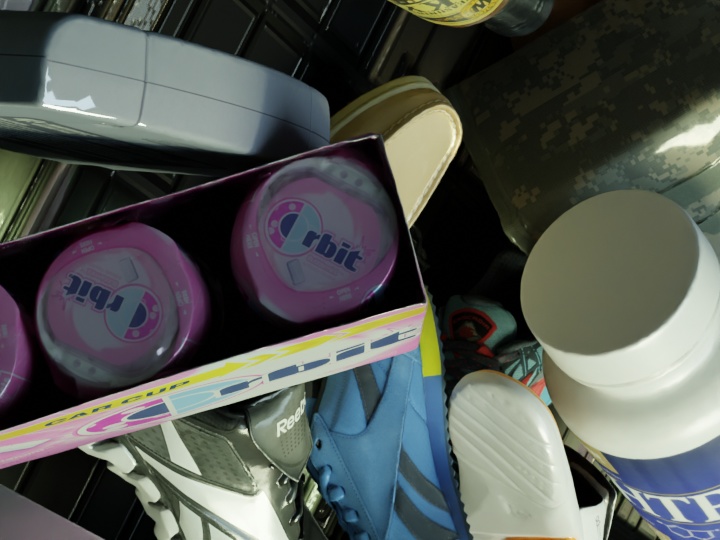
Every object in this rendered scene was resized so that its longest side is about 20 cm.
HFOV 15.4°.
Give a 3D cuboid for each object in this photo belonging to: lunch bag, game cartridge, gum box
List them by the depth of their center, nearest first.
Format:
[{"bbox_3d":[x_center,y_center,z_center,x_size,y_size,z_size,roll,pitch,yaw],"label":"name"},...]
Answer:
[{"bbox_3d":[-0.097,-0.061,0.942,0.200,0.133,0.042,12,79,-64],"label":"game cartridge"},{"bbox_3d":[-0.080,0.018,0.963,0.114,0.199,0.066,92,-19,-81],"label":"gum box"},{"bbox_3d":[0.161,-0.047,1.355,0.164,0.118,0.200,-30,144,10],"label":"lunch bag"}]

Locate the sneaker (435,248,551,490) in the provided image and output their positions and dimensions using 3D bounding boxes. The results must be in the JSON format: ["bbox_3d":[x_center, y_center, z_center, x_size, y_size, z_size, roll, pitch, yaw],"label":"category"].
[{"bbox_3d":[0.045,0.056,1.372,0.200,0.079,0.096,-50,152,-48],"label":"sneaker"}]

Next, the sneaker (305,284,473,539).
[{"bbox_3d":[0.005,0.101,1.222,0.066,0.078,0.201,126,-43,-65],"label":"sneaker"}]

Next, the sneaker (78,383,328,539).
[{"bbox_3d":[-0.050,0.077,1.098,0.200,0.090,0.067,51,28,-28],"label":"sneaker"}]

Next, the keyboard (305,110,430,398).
[{"bbox_3d":[0.000,0.000,1.278,0.104,0.040,0.200,-53,152,-23],"label":"keyboard"}]

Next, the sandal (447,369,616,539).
[{"bbox_3d":[0.089,0.103,1.289,0.059,0.079,0.207,-51,154,-28],"label":"sandal"}]

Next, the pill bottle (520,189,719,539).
[{"bbox_3d":[0.156,0.051,1.280,0.120,0.119,0.200,-58,140,-15],"label":"pill bottle"}]

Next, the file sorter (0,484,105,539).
[{"bbox_3d":[-0.103,0.186,1.065,0.139,0.199,0.125,-62,158,-8],"label":"file sorter"}]

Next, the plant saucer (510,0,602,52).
[{"bbox_3d":[0.148,-0.181,1.380,0.200,0.037,0.201,-32,134,-41],"label":"plant saucer"}]

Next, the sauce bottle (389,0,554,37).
[{"bbox_3d":[0.035,-0.146,1.194,0.200,0.065,0.065,14,99,-63],"label":"sauce bottle"}]

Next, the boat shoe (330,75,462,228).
[{"bbox_3d":[-0.014,0.000,1.182,0.200,0.069,0.074,-49,137,-14],"label":"boat shoe"}]
